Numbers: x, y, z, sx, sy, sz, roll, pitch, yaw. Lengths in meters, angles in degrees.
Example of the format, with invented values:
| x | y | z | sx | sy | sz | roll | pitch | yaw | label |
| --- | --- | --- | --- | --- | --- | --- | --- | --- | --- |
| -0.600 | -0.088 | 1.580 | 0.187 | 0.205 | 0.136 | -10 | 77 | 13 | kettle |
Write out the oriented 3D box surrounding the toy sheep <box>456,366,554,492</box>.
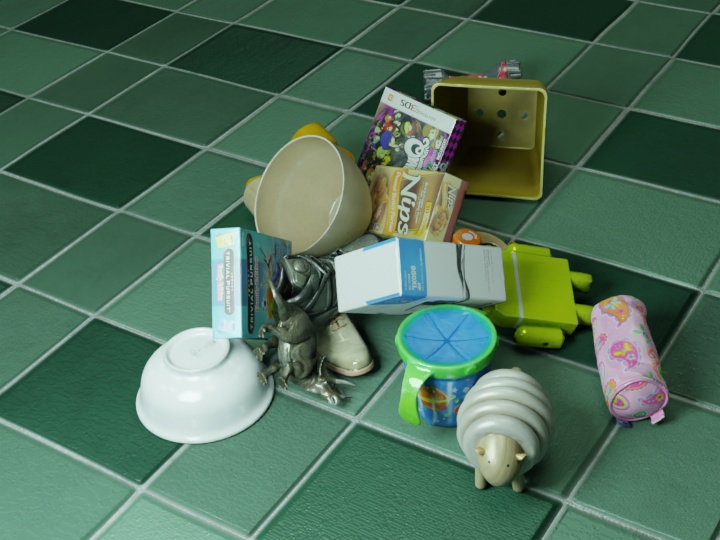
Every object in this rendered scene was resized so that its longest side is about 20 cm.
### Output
| x | y | z | sx | sy | sz | roll | pitch | yaw | label |
| --- | --- | --- | --- | --- | --- | --- | --- | --- | --- |
| 0.186 | 0.197 | 1.448 | 0.137 | 0.138 | 0.200 | 2 | 36 | 9 | toy sheep |

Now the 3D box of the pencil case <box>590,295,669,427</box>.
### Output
| x | y | z | sx | sy | sz | roll | pitch | yaw | label |
| --- | --- | --- | --- | --- | --- | --- | --- | --- | --- |
| 0.375 | 0.123 | 1.574 | 0.087 | 0.088 | 0.200 | -3 | 37 | 3 | pencil case |

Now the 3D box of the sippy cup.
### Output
| x | y | z | sx | sy | sz | roll | pitch | yaw | label |
| --- | --- | --- | --- | --- | --- | --- | --- | --- | --- |
| 0.119 | 0.137 | 1.539 | 0.177 | 0.131 | 0.140 | -15 | 38 | -13 | sippy cup |

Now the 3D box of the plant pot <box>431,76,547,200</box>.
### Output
| x | y | z | sx | sy | sz | roll | pitch | yaw | label |
| --- | --- | --- | --- | --- | --- | --- | --- | --- | --- |
| 0.243 | -0.257 | 2.028 | 0.199 | 0.201 | 0.176 | 6 | 26 | 15 | plant pot |

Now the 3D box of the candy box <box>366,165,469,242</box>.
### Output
| x | y | z | sx | sy | sz | roll | pitch | yaw | label |
| --- | --- | --- | --- | --- | --- | --- | --- | --- | --- |
| 0.082 | -0.104 | 1.835 | 0.055 | 0.116 | 0.200 | 19 | -3 | -33 | candy box |

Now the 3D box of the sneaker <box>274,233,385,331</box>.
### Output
| x | y | z | sx | sy | sz | roll | pitch | yaw | label |
| --- | --- | --- | --- | --- | --- | --- | --- | --- | --- |
| -0.045 | 0.002 | 1.629 | 0.199 | 0.114 | 0.076 | -38 | 53 | -11 | sneaker |

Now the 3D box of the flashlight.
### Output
| x | y | z | sx | sy | sz | roll | pitch | yaw | label |
| --- | --- | --- | --- | --- | --- | --- | --- | --- | --- |
| 0.228 | -0.393 | 2.306 | 0.199 | 0.068 | 0.068 | -2 | 37 | 3 | flashlight |

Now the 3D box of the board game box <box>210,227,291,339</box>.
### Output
| x | y | z | sx | sy | sz | roll | pitch | yaw | label |
| --- | --- | --- | --- | --- | --- | --- | --- | --- | --- |
| -0.153 | 0.024 | 1.624 | 0.047 | 0.152 | 0.200 | -3 | -5 | 17 | board game box |

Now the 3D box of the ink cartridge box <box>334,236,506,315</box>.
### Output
| x | y | z | sx | sy | sz | roll | pitch | yaw | label |
| --- | --- | --- | --- | --- | --- | --- | --- | --- | --- |
| 0.086 | 0.013 | 1.595 | 0.199 | 0.085 | 0.144 | 4 | -13 | -37 | ink cartridge box |

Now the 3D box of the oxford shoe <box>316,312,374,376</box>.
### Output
| x | y | z | sx | sy | sz | roll | pitch | yaw | label |
| --- | --- | --- | --- | --- | --- | --- | --- | --- | --- |
| -0.045 | 0.084 | 1.679 | 0.071 | 0.074 | 0.200 | -22 | 39 | -23 | oxford shoe |

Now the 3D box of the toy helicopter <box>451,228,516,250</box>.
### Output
| x | y | z | sx | sy | sz | roll | pitch | yaw | label |
| --- | --- | --- | --- | --- | --- | --- | --- | --- | --- |
| 0.235 | 0.004 | 1.778 | 0.132 | 0.079 | 0.200 | -19 | 48 | -33 | toy helicopter |

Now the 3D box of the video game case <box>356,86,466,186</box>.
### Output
| x | y | z | sx | sy | sz | roll | pitch | yaw | label |
| --- | --- | --- | --- | --- | --- | --- | --- | --- | --- |
| 0.078 | -0.197 | 1.959 | 0.036 | 0.201 | 0.181 | 7 | 19 | -47 | video game case |

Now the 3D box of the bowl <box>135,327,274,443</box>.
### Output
| x | y | z | sx | sy | sz | roll | pitch | yaw | label |
| --- | --- | --- | --- | --- | --- | --- | --- | --- | --- |
| -0.227 | 0.145 | 1.605 | 0.200 | 0.091 | 0.201 | -3 | 37 | 2 | bowl |

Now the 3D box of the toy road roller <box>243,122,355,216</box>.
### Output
| x | y | z | sx | sy | sz | roll | pitch | yaw | label |
| --- | --- | --- | --- | --- | --- | --- | --- | --- | --- |
| -0.105 | -0.169 | 1.972 | 0.199 | 0.146 | 0.123 | -20 | 38 | -20 | toy road roller |

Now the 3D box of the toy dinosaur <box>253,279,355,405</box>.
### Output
| x | y | z | sx | sy | sz | roll | pitch | yaw | label |
| --- | --- | --- | --- | --- | --- | --- | --- | --- | --- |
| -0.095 | 0.105 | 1.582 | 0.102 | 0.201 | 0.077 | -24 | 6 | -39 | toy dinosaur |

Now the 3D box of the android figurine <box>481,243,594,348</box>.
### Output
| x | y | z | sx | sy | sz | roll | pitch | yaw | label |
| --- | --- | --- | --- | --- | --- | --- | --- | --- | --- |
| 0.255 | 0.034 | 1.691 | 0.199 | 0.041 | 0.183 | 5 | 53 | -11 | android figurine |

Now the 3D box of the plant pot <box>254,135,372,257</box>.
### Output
| x | y | z | sx | sy | sz | roll | pitch | yaw | label |
| --- | --- | --- | --- | --- | --- | --- | --- | --- | --- |
| -0.057 | -0.107 | 1.852 | 0.134 | 0.201 | 0.200 | 18 | 14 | -46 | plant pot |
